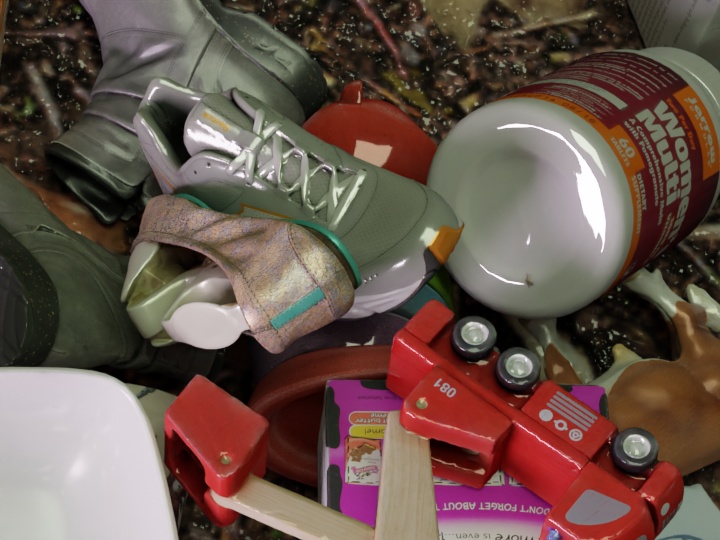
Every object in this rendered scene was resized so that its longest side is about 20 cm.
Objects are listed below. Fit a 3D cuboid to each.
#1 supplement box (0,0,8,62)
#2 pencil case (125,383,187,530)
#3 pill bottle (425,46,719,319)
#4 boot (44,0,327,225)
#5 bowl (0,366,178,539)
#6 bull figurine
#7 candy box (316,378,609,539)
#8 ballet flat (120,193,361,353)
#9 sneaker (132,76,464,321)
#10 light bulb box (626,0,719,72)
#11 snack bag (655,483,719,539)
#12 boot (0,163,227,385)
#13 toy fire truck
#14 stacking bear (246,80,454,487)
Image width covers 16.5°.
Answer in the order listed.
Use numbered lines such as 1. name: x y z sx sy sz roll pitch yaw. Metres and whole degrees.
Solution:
1. supplement box: -0.214 -0.217 1.309 0.073 0.126 0.201 5 65 -8
2. pencil case: -0.121 0.147 1.185 0.077 0.089 0.201 -6 60 25
3. pill bottle: 0.121 -0.052 1.265 0.110 0.110 0.200 44 31 10
4. boot: -0.127 -0.104 1.310 0.199 0.070 0.132 35 69 11
5. bowl: -0.178 0.149 1.063 0.198 0.075 0.201 -3 72 -22
6. bull figurine: 0.126 0.073 1.267 0.199 0.065 0.122 -19 75 -33
7. candy box: 0.049 0.150 1.124 0.135 0.061 0.201 2 55 -4
8. ballet flat: -0.073 0.005 1.146 0.067 0.200 0.068 -43 108 -19
9. sneaker: -0.040 -0.040 1.179 0.199 0.092 0.076 16 63 44
10. light bulb box: 0.241 -0.226 1.405 0.197 0.125 0.201 -12 67 -16
11. snack bag: 0.120 0.190 1.201 0.199 0.022 0.189 -13 39 -16
12. boot: -0.155 -0.006 1.257 0.130 0.068 0.200 9 30 -39
13. toy fire truck: 0.027 0.089 1.097 0.199 0.049 0.141 35 60 17
14. stacking bear: 0.000 0.000 1.264 0.113 0.122 0.201 -1 55 6
